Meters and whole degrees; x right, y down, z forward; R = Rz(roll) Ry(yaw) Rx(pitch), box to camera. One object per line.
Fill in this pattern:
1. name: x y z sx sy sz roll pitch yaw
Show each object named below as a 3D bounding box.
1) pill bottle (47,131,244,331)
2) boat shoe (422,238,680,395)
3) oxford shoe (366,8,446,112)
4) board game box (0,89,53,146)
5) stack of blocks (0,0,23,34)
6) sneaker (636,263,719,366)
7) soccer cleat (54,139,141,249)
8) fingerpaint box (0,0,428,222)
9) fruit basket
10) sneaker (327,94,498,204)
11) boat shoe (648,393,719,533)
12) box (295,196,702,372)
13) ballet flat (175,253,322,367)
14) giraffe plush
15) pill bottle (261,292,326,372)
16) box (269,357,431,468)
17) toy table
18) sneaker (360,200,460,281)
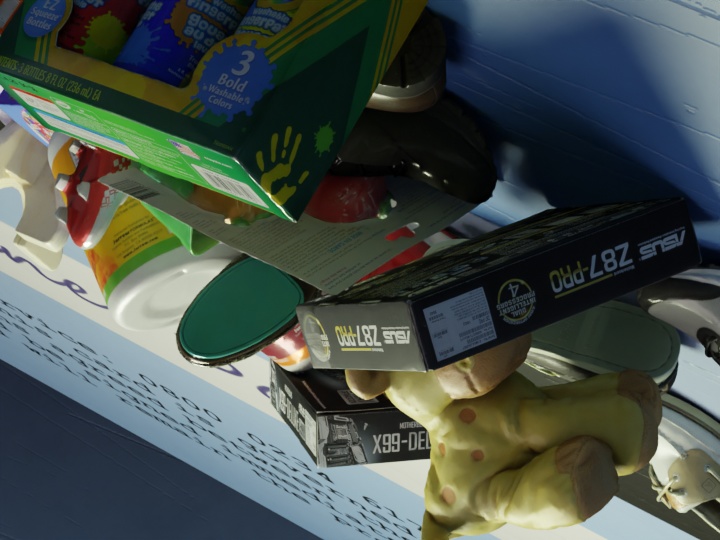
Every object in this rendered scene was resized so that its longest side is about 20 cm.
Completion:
1. pill bottle: -0.168 -0.066 1.379 0.111 0.111 0.201 75 171 -69
2. boat shoe: 0.134 0.040 1.331 0.200 0.072 0.061 24 160 19
3. oxford shoe: -0.041 -0.141 1.100 0.199 0.073 0.084 28 167 15
4. board game box: -0.209 -0.102 1.615 0.200 0.045 0.134 41 163 -31
5. stack of blocks: -0.198 -0.186 1.185 0.200 0.115 0.058 39 164 -28
6. sneaker: 0.258 0.060 1.137 0.200 0.080 0.074 29 167 15
7. soccer cleat: -0.155 -0.092 1.288 0.085 0.201 0.069 25 138 -21
8. fingerpaint box: -0.082 -0.138 1.001 0.199 0.167 0.073 22 165 35
9. fruit basket: -0.043 -0.049 1.225 0.199 0.185 0.094 29 127 24
10. sneaker: -0.008 -0.089 1.165 0.199 0.091 0.076 30 160 3
11. boat shoe: 0.266 0.160 1.459 0.199 0.069 0.075 33 165 -2
12. box: 0.081 0.008 1.118 0.161 0.199 0.049 0 108 63
13. ballet flat: -0.049 0.000 1.331 0.068 0.200 0.075 42 174 13
14. giraffe plush: 0.083 0.085 1.236 0.163 0.199 0.173 60 -159 -7
15. pill bottle: -0.098 -0.013 1.543 0.200 0.114 0.114 38 164 -24
16. box: 0.017 0.112 1.573 0.157 0.050 0.200 -3 -168 -13
17. toy table: -0.318 -0.093 1.725 0.183 0.117 0.200 15 159 49
18. sneaker: 0.000 0.000 1.385 0.199 0.116 0.078 30 165 6
